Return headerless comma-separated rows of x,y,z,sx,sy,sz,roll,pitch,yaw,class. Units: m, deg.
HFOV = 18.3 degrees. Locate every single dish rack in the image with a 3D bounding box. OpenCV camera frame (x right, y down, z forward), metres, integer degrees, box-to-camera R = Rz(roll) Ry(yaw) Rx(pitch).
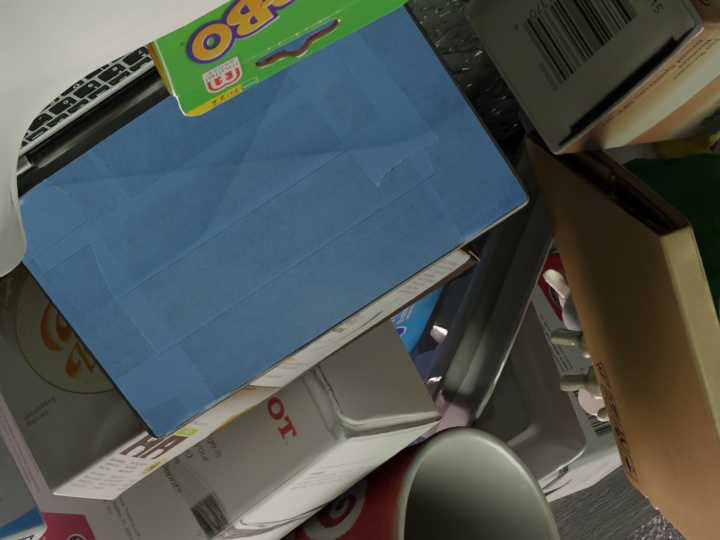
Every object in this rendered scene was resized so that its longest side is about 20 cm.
0.074,-0.009,1.177,0.172,0.043,0.201,112,1,-68,dish rack

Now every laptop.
-0.061,-0.042,0.828,0.186,0.116,0.200,-33,164,8,laptop

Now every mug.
0.001,0.178,1.160,0.199,0.134,0.177,-18,134,38,mug

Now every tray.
0.055,0.054,1.275,0.107,0.201,0.022,-33,132,14,tray

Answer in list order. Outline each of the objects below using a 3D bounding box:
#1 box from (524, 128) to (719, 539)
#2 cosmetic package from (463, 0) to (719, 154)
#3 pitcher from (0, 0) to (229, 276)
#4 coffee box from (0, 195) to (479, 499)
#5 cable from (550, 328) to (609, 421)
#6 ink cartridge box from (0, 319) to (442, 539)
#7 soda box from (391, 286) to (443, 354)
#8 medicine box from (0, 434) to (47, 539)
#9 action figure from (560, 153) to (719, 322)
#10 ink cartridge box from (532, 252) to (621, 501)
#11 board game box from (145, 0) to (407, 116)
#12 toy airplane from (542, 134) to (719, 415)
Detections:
0.138,0.043,1.036,0.021,0.201,0.164,-23,-156,-9,box
0.155,-0.121,1.044,0.199,0.088,0.103,-12,156,-50,cosmetic package
-0.086,-0.122,0.547,0.171,0.121,0.200,38,103,-28,pitcher
-0.063,-0.002,0.964,0.199,0.115,0.080,-32,165,9,coffee box
0.201,0.051,1.151,0.198,0.051,0.097,-4,140,32,cable
-0.079,0.063,1.079,0.200,0.146,0.084,-39,160,32,ink cartridge box
0.000,0.000,1.185,0.067,0.065,0.200,-25,164,-16,soda box
-0.277,0.145,1.051,0.181,0.103,0.200,-17,159,-42,medicine box
0.152,-0.018,1.128,0.119,0.054,0.200,-66,-158,-5,action figure
0.083,0.083,1.451,0.199,0.145,0.084,-13,157,-48,ink cartridge box
-0.038,-0.126,0.700,0.095,0.030,0.200,-28,149,-6,board game box
0.185,-0.032,1.238,0.140,0.202,0.199,23,155,-17,toy airplane
